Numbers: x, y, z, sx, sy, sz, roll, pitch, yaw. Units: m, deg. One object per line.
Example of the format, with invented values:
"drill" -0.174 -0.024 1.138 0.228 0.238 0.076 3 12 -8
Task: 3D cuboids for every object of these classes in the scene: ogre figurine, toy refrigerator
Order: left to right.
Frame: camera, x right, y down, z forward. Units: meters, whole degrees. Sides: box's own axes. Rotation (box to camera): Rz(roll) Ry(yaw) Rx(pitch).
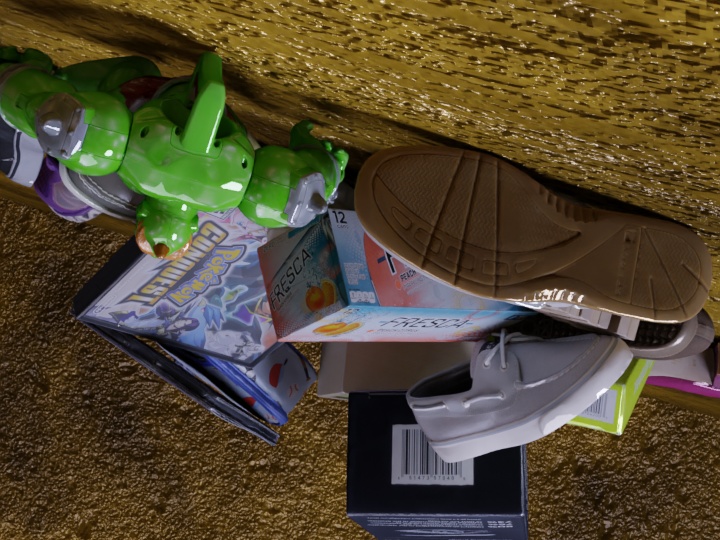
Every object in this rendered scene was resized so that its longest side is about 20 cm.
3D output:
"ogre figurine" -0.095 -0.066 0.592 0.200 0.098 0.120 36 -172 -21
"toy refrigerator" 0.066 0.099 1.074 0.199 0.071 0.076 10 169 -19

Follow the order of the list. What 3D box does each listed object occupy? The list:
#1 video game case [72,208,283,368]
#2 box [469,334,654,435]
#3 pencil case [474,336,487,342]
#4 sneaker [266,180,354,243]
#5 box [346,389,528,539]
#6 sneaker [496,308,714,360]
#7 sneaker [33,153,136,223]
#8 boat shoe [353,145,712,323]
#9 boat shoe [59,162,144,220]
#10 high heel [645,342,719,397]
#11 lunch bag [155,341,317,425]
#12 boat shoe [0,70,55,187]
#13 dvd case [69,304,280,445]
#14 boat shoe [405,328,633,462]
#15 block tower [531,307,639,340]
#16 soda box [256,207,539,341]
"video game case" -0.090 -0.004 0.899 0.180 0.200 0.026 21 -141 -43
"box" 0.177 0.066 0.959 0.121 0.048 0.200 10 -160 21
"pencil case" 0.056 0.012 1.033 0.083 0.087 0.200 51 -166 30
"sneaker" 0.000 0.000 0.840 0.073 0.081 0.199 -10 153 42
"box" 0.073 0.175 1.019 0.147 0.105 0.200 -1 162 7
"sneaker" 0.174 0.035 0.898 0.199 0.071 0.075 15 176 42
"sneaker" -0.230 -0.090 0.984 0.088 0.081 0.199 30 164 -39
"boat shoe" 0.085 -0.013 0.627 0.199 0.071 0.069 18 174 -12
"boat shoe" -0.126 -0.063 0.886 0.201 0.073 0.060 13 -179 -36
"high heel" 0.276 0.086 1.117 0.199 0.068 0.096 14 165 10
"lunch bag" -0.142 0.064 1.102 0.160 0.076 0.200 43 164 -32
"boat shoe" -0.254 -0.105 0.825 0.068 0.074 0.199 14 177 -16
"dvd case" -0.153 0.093 1.002 0.148 0.016 0.200 32 171 18
"boat shoe" 0.104 0.077 0.824 0.069 0.072 0.200 50 146 -7
"block tower" 0.108 -0.007 0.737 0.199 0.054 0.058 20 174 -36
"soda box" 0.030 0.007 0.760 0.068 0.064 0.199 -26 161 38
